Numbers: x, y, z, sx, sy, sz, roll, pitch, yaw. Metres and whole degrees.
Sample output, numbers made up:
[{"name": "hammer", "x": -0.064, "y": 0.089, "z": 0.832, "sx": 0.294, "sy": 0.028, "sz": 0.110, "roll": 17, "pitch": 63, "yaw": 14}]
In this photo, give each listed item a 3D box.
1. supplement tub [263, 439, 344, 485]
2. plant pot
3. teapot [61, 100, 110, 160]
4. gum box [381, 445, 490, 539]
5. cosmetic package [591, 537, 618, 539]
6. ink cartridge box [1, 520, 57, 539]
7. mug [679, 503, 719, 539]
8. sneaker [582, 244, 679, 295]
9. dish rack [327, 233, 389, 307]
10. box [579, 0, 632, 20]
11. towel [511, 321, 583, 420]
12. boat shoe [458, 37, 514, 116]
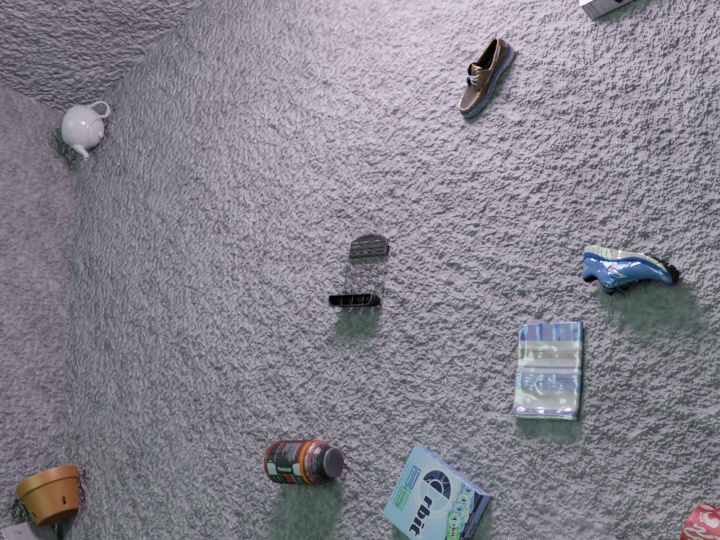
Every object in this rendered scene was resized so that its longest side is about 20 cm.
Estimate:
[{"name": "supplement tub", "x": -0.135, "y": 0.465, "z": 1.836, "sx": 0.199, "sy": 0.107, "sz": 0.108, "roll": -12, "pitch": 66, "yaw": 41}, {"name": "plant pot", "x": -1.027, "y": 0.758, "z": 2.525, "sx": 0.200, "sy": 0.200, "sz": 0.141, "roll": -36, "pitch": 68, "yaw": 28}, {"name": "teapot", "x": -1.156, "y": -0.601, "z": 3.213, "sx": 0.145, "sy": 0.198, "sz": 0.201, "roll": 17, "pitch": 123, "yaw": 11}, {"name": "gum box", "x": 0.155, "y": 0.494, "z": 1.591, "sx": 0.200, "sy": 0.044, "sz": 0.171, "roll": 28, "pitch": 93, "yaw": 47}, {"name": "cosmetic package", "x": 0.363, "y": 0.531, "z": 1.353, "sx": 0.200, "sy": 0.082, "sz": 0.051, "roll": -33, "pitch": 56, "yaw": 31}, {"name": "ink cartridge box", "x": -1.073, "y": 0.902, "z": 2.460, "sx": 0.050, "sy": 0.200, "sz": 0.163, "roll": -36, "pitch": 73, "yaw": 16}, {"name": "mug", "x": 0.588, "y": 0.461, "z": 1.134, "sx": 0.199, "sy": 0.133, "sz": 0.178, "roll": 18, "pitch": 85, "yaw": 49}, {"name": "sneaker", "x": 0.508, "y": 0.009, "z": 1.437, "sx": 0.200, "sy": 0.078, "sz": 0.090, "roll": 13, "pitch": 90, "yaw": 54}, {"name": "dish rack", "x": 0.000, "y": 0.000, "z": 1.931, "sx": 0.153, "sy": 0.054, "sz": 0.201, "roll": -4, "pitch": 71, "yaw": 42}, {"name": "box", "x": 0.573, "y": -0.644, "z": 1.637, "sx": 0.199, "sy": 0.060, "sz": 0.117, "roll": -16, "pitch": 63, "yaw": 39}, {"name": "towel", "x": 0.373, "y": 0.201, "z": 1.516, "sx": 0.146, "sy": 0.024, "sz": 0.201, "roll": -5, "pitch": 70, "yaw": 42}, {"name": "boat shoe", "x": 0.289, "y": -0.471, "z": 1.830, "sx": 0.072, "sy": 0.072, "sz": 0.201, "roll": 38, "pitch": 100, "yaw": 45}]
